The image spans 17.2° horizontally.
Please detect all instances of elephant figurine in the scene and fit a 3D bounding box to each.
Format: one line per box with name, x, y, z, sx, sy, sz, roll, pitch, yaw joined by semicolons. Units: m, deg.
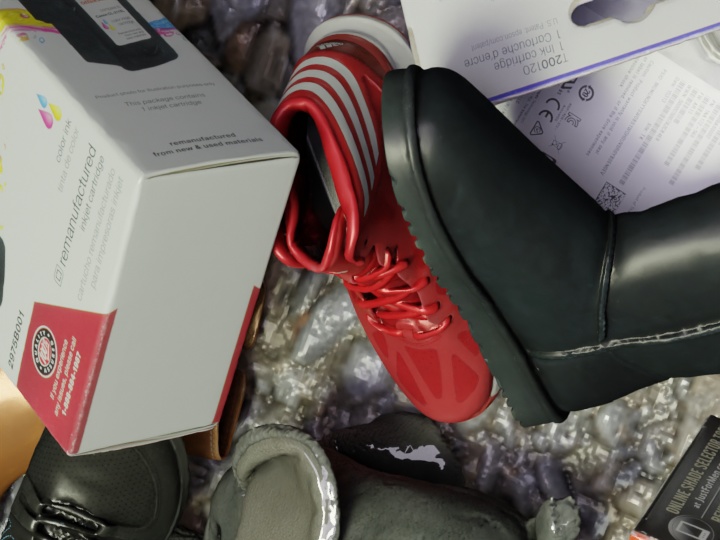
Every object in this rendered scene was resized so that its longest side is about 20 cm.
elephant figurine;-0.014;0.123;1.093;0.155;0.142;0.200;-41;64;-12

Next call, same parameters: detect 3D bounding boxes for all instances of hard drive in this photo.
hard drive;0.131;-0.056;1.071;0.199;0.038;0.140;34;104;11

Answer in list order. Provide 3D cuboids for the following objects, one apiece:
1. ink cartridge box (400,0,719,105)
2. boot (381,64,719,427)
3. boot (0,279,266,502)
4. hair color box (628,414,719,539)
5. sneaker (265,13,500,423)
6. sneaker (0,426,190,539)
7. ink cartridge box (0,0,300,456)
ink cartridge box;0.101;-0.178;1.034;0.197;0.043;0.202;-17;72;14
boot;0.115;-0.024;0.986;0.167;0.077;0.201;-16;129;18
boot;-0.135;0.070;1.146;0.154;0.074;0.202;16;100;14
hair color box;0.138;0.175;1.020;0.061;0.102;0.201;21;124;18
sneaker;0.000;0.000;1.049;0.078;0.116;0.201;-10;114;29
sneaker;-0.134;0.137;1.092;0.073;0.082;0.201;24;125;6
ink cartridge box;-0.128;-0.041;1.035;0.200;0.082;0.147;45;131;37
